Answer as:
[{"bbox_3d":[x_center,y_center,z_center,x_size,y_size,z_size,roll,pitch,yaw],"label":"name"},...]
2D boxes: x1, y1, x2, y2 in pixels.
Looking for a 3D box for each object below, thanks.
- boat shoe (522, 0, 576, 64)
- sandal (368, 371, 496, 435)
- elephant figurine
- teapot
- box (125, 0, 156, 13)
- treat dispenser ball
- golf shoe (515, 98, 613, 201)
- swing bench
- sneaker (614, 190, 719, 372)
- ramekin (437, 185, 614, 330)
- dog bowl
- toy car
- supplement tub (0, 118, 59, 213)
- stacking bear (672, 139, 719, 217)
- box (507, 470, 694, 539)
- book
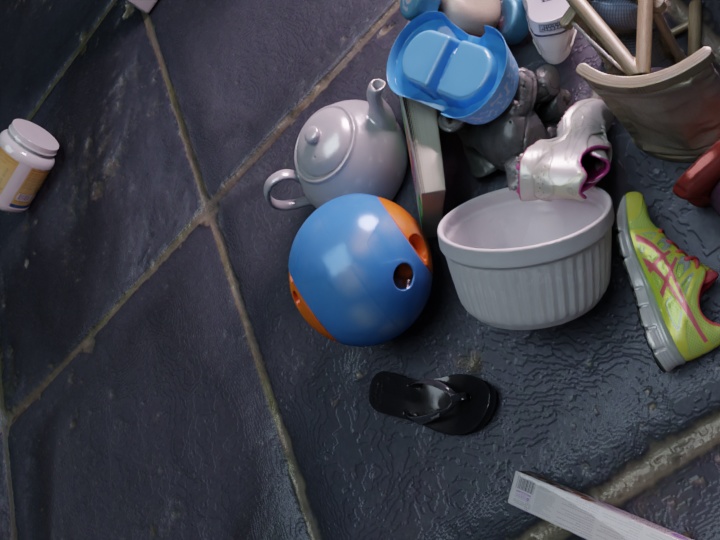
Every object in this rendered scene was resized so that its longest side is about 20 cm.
[{"bbox_3d":[0.250,-0.333,0.913,0.070,0.067,0.202,-10,37,15],"label":"boat shoe"},{"bbox_3d":[0.086,0.174,0.926,0.197,0.042,0.078,-4,74,38],"label":"sandal"},{"bbox_3d":[0.170,-0.195,0.933,0.198,0.153,0.145,10,115,50],"label":"elephant figurine"},{"bbox_3d":[-0.035,-0.176,1.067,0.195,0.145,0.205,14,86,41],"label":"teapot"},{"bbox_3d":[-0.547,-0.761,1.632,0.171,0.197,0.202,-42,53,21],"label":"box"},{"bbox_3d":[0.000,0.000,0.947,0.198,0.199,0.206,-13,68,35],"label":"treat dispenser ball"},{"bbox_3d":[0.260,-0.136,0.815,0.090,0.076,0.200,17,48,38],"label":"golf shoe"},{"bbox_3d":[0.314,-0.233,0.764,0.128,0.197,0.205,-22,63,32],"label":"swing bench"},{"bbox_3d":[0.337,0.002,0.762,0.089,0.078,0.205,-20,70,24],"label":"sneaker"},{"bbox_3d":[0.192,-0.017,0.804,0.197,0.199,0.107,3,118,39],"label":"ramekin"},{"bbox_3d":[0.114,-0.247,0.867,0.199,0.049,0.113,37,104,44],"label":"dog bowl"},{"bbox_3d":[0.111,-0.363,1.021,0.200,0.180,0.181,132,134,-54],"label":"toy car"},{"bbox_3d":[-0.872,-0.265,1.781,0.201,0.143,0.145,-51,52,14],"label":"supplement tub"},{"bbox_3d":[0.425,-0.045,0.681,0.114,0.120,0.202,-48,61,25],"label":"stacking bear"},{"bbox_3d":[0.256,0.272,0.760,0.197,0.038,0.042,13,86,41],"label":"box"},{"bbox_3d":[0.088,-0.166,0.980,0.047,0.134,0.205,-8,67,1],"label":"book"}]
